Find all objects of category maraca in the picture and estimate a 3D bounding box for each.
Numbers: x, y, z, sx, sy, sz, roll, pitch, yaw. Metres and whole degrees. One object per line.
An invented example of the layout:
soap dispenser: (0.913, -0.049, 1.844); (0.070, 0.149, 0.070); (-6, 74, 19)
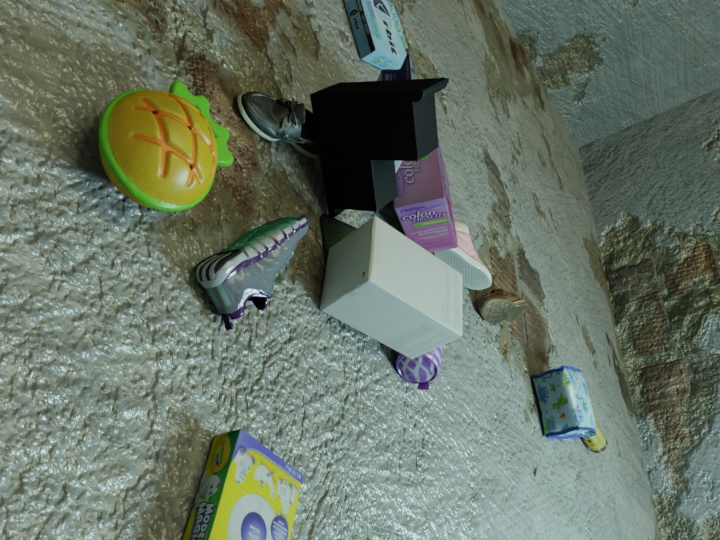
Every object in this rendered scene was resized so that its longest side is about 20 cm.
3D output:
maraca: (-0.212, -0.143, 0.702); (0.139, 0.105, 0.201); (58, 31, -18)

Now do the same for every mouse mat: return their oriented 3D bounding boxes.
mouse mat: (0.000, 0.000, 1.072); (0.199, 0.007, 0.165); (20, 56, -54)

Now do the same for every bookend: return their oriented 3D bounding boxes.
bookend: (0.038, -0.186, 0.974); (0.092, 0.196, 0.203); (-39, 127, -49)

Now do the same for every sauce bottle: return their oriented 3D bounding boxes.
sauce bottle: (0.674, 0.465, 1.866); (0.201, 0.064, 0.065); (52, 34, -27)

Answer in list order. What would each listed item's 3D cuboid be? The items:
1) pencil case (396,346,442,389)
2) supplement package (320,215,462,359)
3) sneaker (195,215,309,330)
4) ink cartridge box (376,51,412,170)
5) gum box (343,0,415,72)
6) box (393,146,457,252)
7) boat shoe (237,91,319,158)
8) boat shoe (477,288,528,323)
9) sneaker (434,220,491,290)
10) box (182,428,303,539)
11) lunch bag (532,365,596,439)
pencil case: (0.115, 0.108, 1.132); (0.202, 0.082, 0.087); (-70, 154, -46)
supplement package: (0.053, 0.032, 0.981); (0.198, 0.120, 0.122); (31, 49, -29)
sneaker: (-0.128, -0.004, 0.811); (0.199, 0.073, 0.089); (-38, 116, -48)
ink cartridge box: (0.041, -0.252, 1.120); (0.042, 0.201, 0.200); (7, 59, -14)
gum box: (0.043, -0.546, 1.428); (0.199, 0.044, 0.174); (-6, 78, -59)
box: (0.122, -0.158, 1.219); (0.200, 0.094, 0.180); (56, 27, -61)
boat shoe: (-0.105, -0.234, 0.975); (0.198, 0.065, 0.076); (24, 53, -52)
boat shoe: (0.338, 0.083, 1.540); (0.198, 0.073, 0.068); (6, 34, -49)
sneaker: (0.239, -0.042, 1.424); (0.199, 0.074, 0.107); (38, 48, -37)
box: (-0.128, 0.285, 0.651); (0.117, 0.048, 0.203); (47, 39, -34)
lunch bag: (0.560, 0.357, 1.676); (0.198, 0.126, 0.174); (14, 60, -44)
